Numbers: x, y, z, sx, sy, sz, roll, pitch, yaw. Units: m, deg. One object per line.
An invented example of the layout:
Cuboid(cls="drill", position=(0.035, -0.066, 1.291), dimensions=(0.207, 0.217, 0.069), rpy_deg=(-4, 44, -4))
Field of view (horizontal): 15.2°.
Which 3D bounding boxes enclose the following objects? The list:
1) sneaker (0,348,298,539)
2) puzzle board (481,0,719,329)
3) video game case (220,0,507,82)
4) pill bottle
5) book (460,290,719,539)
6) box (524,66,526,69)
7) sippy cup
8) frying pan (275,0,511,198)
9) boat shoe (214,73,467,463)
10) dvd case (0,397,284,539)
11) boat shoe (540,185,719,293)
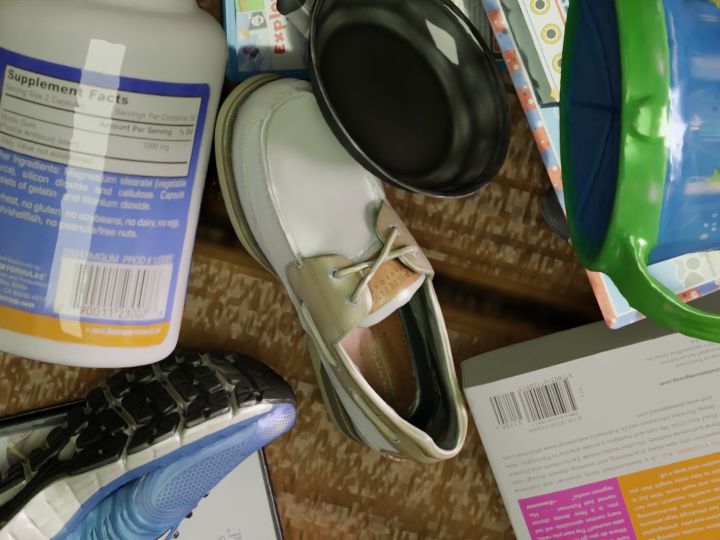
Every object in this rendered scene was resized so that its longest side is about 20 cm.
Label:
Cuboid(cls="sneaker", position=(-0.112, 0.112, 1.247), dimensions=(0.199, 0.079, 0.089), rpy_deg=(-33, 118, 5))
Cuboid(cls="puzzle board", position=(0.144, -0.093, 1.190), dimensions=(0.150, 0.017, 0.201), rpy_deg=(-21, 90, 4))
Cuboid(cls="video game case", position=(0.034, -0.163, 1.240), dimensions=(0.199, 0.018, 0.144), rpy_deg=(-3, 103, -6))
Cuboid(cls="pill bottle", position=(-0.120, -0.067, 1.197), dimensions=(0.111, 0.112, 0.201), rpy_deg=(9, 101, -8))
Cuboid(cls="book", position=(0.139, 0.115, 1.271), dimensions=(0.133, 0.048, 0.201), rpy_deg=(-15, 118, 9))
Cuboid(cls="box", position=(0.159, -0.167, 1.231), dimensions=(0.121, 0.032, 0.201), rpy_deg=(19, 97, -20))
Cuboid(cls="sippy cup", position=(0.158, -0.066, 1.124), dimensions=(0.129, 0.140, 0.179), rpy_deg=(1, 102, -6))
Cuboid(cls="frying pan", position=(-0.010, -0.093, 1.182), dimensions=(0.189, 0.116, 0.031), rpy_deg=(20, 145, -32))
Cuboid(cls="boat shoe", position=(0.000, 0.000, 1.221), dimensions=(0.075, 0.068, 0.201), rpy_deg=(-38, 122, -21))
Cuboid(cls="dvd case", position=(-0.137, 0.134, 1.287), dimensions=(0.199, 0.018, 0.144), rpy_deg=(-13, 104, -3))
Cuboid(cls="boat shoe", position=(0.175, -0.001, 1.269), dimensions=(0.199, 0.072, 0.068), rpy_deg=(24, 133, -24))
